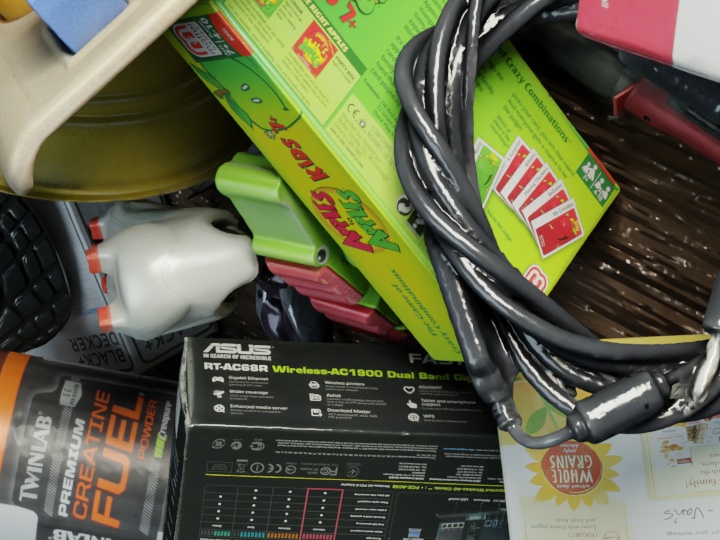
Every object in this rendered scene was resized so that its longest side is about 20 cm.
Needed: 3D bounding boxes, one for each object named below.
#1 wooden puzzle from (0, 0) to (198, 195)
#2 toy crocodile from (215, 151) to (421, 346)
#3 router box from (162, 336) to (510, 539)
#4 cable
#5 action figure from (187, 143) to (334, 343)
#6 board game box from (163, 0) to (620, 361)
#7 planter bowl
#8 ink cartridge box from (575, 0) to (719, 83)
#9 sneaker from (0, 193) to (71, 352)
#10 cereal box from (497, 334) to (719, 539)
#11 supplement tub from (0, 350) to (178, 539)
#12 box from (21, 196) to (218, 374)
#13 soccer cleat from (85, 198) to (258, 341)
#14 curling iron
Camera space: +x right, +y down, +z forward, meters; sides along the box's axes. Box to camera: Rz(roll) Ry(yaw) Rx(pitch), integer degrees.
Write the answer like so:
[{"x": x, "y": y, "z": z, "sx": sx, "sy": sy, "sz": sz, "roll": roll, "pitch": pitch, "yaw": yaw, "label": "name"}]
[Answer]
[{"x": -0.091, "y": -0.137, "z": 0.800, "sx": 0.046, "sy": 0.200, "sz": 0.185, "roll": 42, "pitch": -178, "yaw": -26, "label": "wooden puzzle"}, {"x": 0.000, "y": 0.000, "z": 0.921, "sx": 0.067, "sy": 0.062, "sz": 0.200, "roll": 13, "pitch": 167, "yaw": 31, "label": "toy crocodile"}, {"x": 0.009, "y": 0.109, "z": 0.946, "sx": 0.062, "sy": 0.199, "sz": 0.150, "roll": -98, "pitch": 14, "yaw": -51, "label": "router box"}, {"x": 0.099, "y": -0.039, "z": 0.787, "sx": 0.051, "sy": 0.162, "sz": 0.201, "roll": 48, "pitch": -156, "yaw": -78, "label": "cable"}, {"x": -0.038, "y": 0.011, "z": 1.026, "sx": 0.130, "sy": 0.069, "sz": 0.201, "roll": -11, "pitch": 100, "yaw": 68, "label": "action figure"}, {"x": 0.014, "y": -0.067, "z": 0.836, "sx": 0.048, "sy": 0.102, "sz": 0.200, "roll": 0, "pitch": 136, "yaw": 52, "label": "board game box"}, {"x": -0.138, "y": -0.121, "z": 0.953, "sx": 0.200, "sy": 0.200, "sz": 0.084, "roll": 34, "pitch": 129, "yaw": 29, "label": "planter bowl"}, {"x": 0.179, "y": -0.126, "z": 0.678, "sx": 0.199, "sy": 0.085, "sz": 0.148, "roll": 24, "pitch": 118, "yaw": 35, "label": "ink cartridge box"}, {"x": -0.226, "y": -0.047, "z": 1.113, "sx": 0.076, "sy": 0.088, "sz": 0.200, "roll": -39, "pitch": 104, "yaw": 9, "label": "sneaker"}, {"x": 0.137, "y": 0.124, "z": 0.876, "sx": 0.143, "sy": 0.040, "sz": 0.201, "roll": -3, "pitch": 115, "yaw": 10, "label": "cereal box"}, {"x": -0.151, "y": 0.102, "z": 1.084, "sx": 0.199, "sy": 0.107, "sz": 0.107, "roll": 10, "pitch": 130, "yaw": -3, "label": "supplement tub"}, {"x": -0.167, "y": -0.039, "z": 1.142, "sx": 0.116, "sy": 0.060, "sz": 0.201, "roll": -9, "pitch": 106, "yaw": 50, "label": "box"}, {"x": -0.088, "y": -0.001, "z": 0.979, "sx": 0.200, "sy": 0.077, "sz": 0.070, "roll": -142, "pitch": 42, "yaw": -82, "label": "soccer cleat"}, {"x": 0.115, "y": -0.062, "z": 0.846, "sx": 0.200, "sy": 0.026, "sz": 0.050, "roll": 42, "pitch": 127, "yaw": 21, "label": "curling iron"}]
